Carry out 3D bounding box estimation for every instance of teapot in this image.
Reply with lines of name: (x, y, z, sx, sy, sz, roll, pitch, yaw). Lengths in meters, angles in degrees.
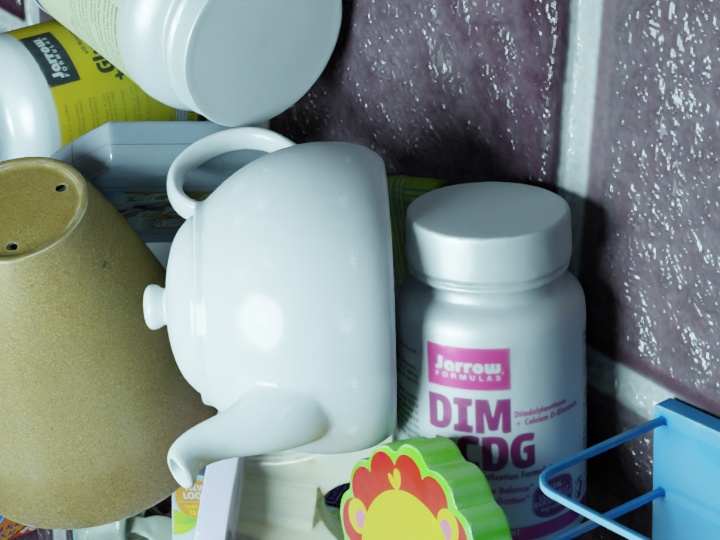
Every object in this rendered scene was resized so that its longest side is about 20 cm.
teapot: (-0.055, 0.014, 1.237, 0.200, 0.146, 0.198, -97, 5, -86)

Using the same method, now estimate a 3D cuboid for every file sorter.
file sorter: (0.178, 0.199, 1.154, 0.139, 0.123, 0.200, 23, 124, 47)

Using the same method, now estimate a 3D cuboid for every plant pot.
plant pot: (-0.194, 0.029, 1.333, 0.186, 0.186, 0.200, 38, 153, 38)

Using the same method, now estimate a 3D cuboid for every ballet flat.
ballet flat: (-0.134, 0.223, 1.584, 0.064, 0.200, 0.067, -21, 52, 29)

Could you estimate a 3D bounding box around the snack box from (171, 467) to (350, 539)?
snack box: (-0.063, 0.230, 1.511, 0.142, 0.053, 0.200, 11, 119, 14)

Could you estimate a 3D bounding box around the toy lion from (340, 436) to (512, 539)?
toy lion: (0.054, 0.192, 1.176, 0.200, 0.069, 0.192, 9, 105, 57)

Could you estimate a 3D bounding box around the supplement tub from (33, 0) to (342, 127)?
supplement tub: (-0.120, -0.192, 1.359, 0.200, 0.145, 0.145, 39, 135, 38)

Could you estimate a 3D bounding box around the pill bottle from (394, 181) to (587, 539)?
pill bottle: (0.077, 0.057, 1.233, 0.113, 0.113, 0.200, 23, 124, 47)

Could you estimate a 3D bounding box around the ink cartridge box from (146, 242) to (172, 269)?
ink cartridge box: (-0.198, 0.031, 1.526, 0.145, 0.200, 0.085, 67, 156, 6)

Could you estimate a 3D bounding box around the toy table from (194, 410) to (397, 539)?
toy table: (-0.038, 0.144, 1.355, 0.184, 0.117, 0.200, 91, -172, -59)

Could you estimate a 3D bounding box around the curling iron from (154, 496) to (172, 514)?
curling iron: (-0.163, 0.173, 1.593, 0.200, 0.050, 0.026, 132, 145, -53)

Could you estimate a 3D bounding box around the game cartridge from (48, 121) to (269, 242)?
game cartridge: (-0.152, -0.055, 1.409, 0.200, 0.133, 0.042, -33, 66, 62)

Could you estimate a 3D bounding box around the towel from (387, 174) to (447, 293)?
towel: (0.000, 0.000, 1.395, 0.200, 0.023, 0.144, 6, 110, 52)

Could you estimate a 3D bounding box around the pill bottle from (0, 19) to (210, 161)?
pill bottle: (-0.209, -0.119, 1.467, 0.112, 0.200, 0.112, 31, 131, 44)

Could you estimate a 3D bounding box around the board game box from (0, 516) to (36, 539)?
board game box: (-0.394, 0.128, 1.847, 0.200, 0.200, 0.200, 51, 141, 27)
